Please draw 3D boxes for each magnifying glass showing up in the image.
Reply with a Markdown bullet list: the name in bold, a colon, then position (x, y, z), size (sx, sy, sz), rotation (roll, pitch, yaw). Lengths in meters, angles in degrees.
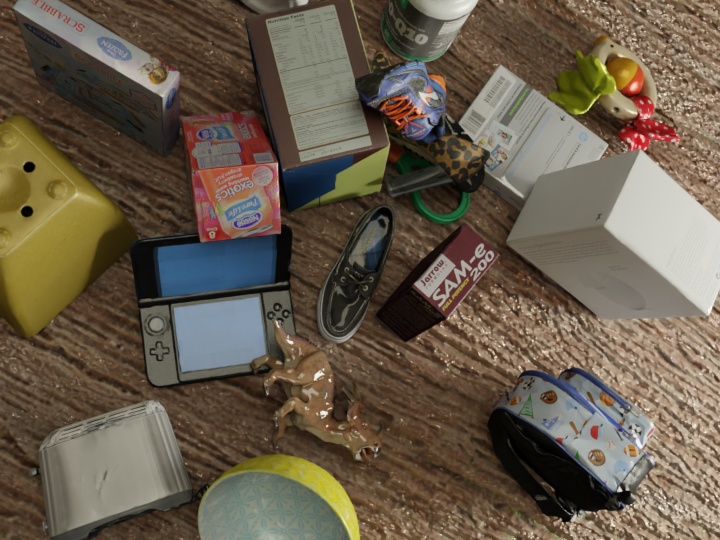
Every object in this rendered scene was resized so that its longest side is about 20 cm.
- **magnifying glass**: position (0.071, -0.145, 1.264), size (0.200, 0.022, 0.080), rotation (42, 72, -2)

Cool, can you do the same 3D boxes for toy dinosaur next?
- **toy dinosaur**: position (-0.057, 0.148, 1.125), size (0.135, 0.086, 0.201), rotation (-17, 90, -15)

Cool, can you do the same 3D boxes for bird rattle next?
- **bird rattle**: position (0.392, -0.268, 1.320), size (0.199, 0.113, 0.163), rotation (27, 57, -7)

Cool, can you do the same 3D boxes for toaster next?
- **toaster**: position (-0.284, 0.236, 1.054), size (0.199, 0.114, 0.130), rotation (-17, 78, -13)

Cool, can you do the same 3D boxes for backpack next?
- **backpack**: position (0.264, 0.210, 1.137), size (0.190, 0.200, 0.154), rotation (35, 68, 5)

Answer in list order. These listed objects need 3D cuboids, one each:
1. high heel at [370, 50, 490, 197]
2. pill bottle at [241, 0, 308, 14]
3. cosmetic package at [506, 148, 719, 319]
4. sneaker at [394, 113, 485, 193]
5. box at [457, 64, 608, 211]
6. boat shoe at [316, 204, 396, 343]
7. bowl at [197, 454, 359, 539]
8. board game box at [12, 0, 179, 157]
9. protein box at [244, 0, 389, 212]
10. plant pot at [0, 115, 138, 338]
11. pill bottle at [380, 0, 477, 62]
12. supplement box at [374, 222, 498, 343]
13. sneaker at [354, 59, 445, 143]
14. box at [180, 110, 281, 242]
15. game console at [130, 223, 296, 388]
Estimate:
- **high heel**: position (0.088, -0.205, 1.162), size (0.142, 0.071, 0.201), rotation (-13, 84, 23)
- **pill bottle**: position (-0.098, -0.467, 1.257), size (0.111, 0.111, 0.201), rotation (22, 73, -6)
- **cosmetic package**: position (0.340, -0.040, 1.173), size (0.200, 0.199, 0.123), rotation (35, 72, -21)
- **sneaker**: position (0.097, -0.182, 1.233), size (0.074, 0.080, 0.200), rotation (-6, 59, -56)
- **box**: position (0.238, -0.179, 1.294), size (0.200, 0.041, 0.156), rotation (35, 74, 0)
- **boat shoe**: position (0.000, 0.000, 1.190), size (0.070, 0.066, 0.201), rotation (28, 73, -4)
- **bowl**: position (-0.083, 0.294, 1.071), size (0.200, 0.200, 0.108), rotation (40, 30, 0)
- **board game box**: position (-0.321, -0.240, 1.113), size (0.199, 0.200, 0.041), rotation (30, 73, -4)
- **protein box**: position (-0.056, -0.207, 1.151), size (0.134, 0.199, 0.201), rotation (-13, 80, -5)
- **plant pot**: position (-0.403, -0.067, 1.056), size (0.194, 0.200, 0.196), rotation (44, 72, 1)
- **pill bottle**: position (0.101, -0.380, 1.230), size (0.113, 0.200, 0.114), rotation (3, 76, -10)
- **supplement box**: position (0.092, 0.021, 1.133), size (0.061, 0.200, 0.109), rotation (41, 73, 0)
- **sneaker**: position (0.059, -0.194, 1.044), size (0.075, 0.200, 0.079), rotation (-16, 85, 28)
- **box**: position (-0.165, -0.122, 1.112), size (0.102, 0.200, 0.095), rotation (-7, 119, -13)
- **game console**: position (-0.177, 0.046, 1.114), size (0.199, 0.118, 0.172), rotation (-7, 80, -12)
